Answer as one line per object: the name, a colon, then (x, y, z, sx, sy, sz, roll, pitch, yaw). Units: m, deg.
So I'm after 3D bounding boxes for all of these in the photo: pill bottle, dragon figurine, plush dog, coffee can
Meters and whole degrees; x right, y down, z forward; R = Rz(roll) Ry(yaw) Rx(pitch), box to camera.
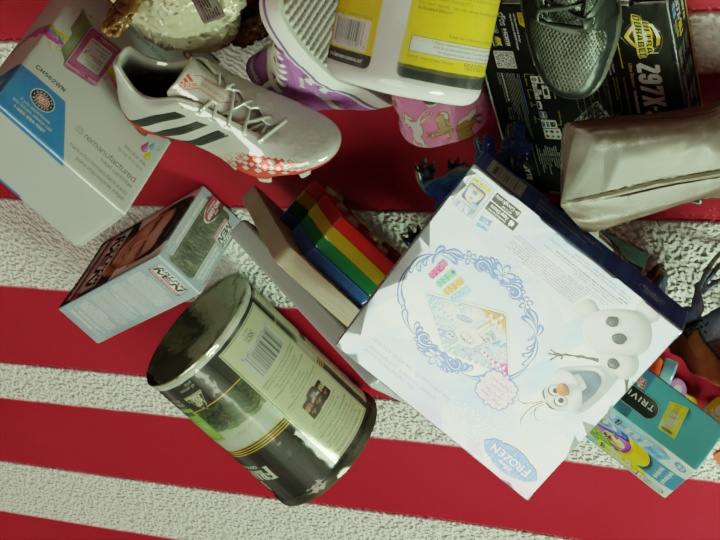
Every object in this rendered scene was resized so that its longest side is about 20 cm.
pill bottle: (0.048, -0.221, 1.090, 0.111, 0.112, 0.202, 15, 101, 17)
dragon figurine: (0.083, -0.030, 1.280, 0.099, 0.058, 0.202, 38, 123, 55)
plush dog: (-0.145, -0.228, 1.270, 0.198, 0.162, 0.172, 22, 168, 8)
coffee can: (-0.101, 0.124, 1.646, 0.200, 0.147, 0.146, 44, 141, -20)

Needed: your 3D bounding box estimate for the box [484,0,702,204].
box: (0.179, -0.142, 1.223, 0.158, 0.050, 0.201, 4, 137, 26)

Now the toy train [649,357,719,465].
toy train: (0.298, 0.127, 1.426, 0.198, 0.056, 0.150, 22, 167, 6)

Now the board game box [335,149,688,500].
board game box: (0.113, 0.045, 1.232, 0.199, 0.043, 0.200, 39, 118, 1)

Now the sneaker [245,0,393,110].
sneaker: (-0.055, -0.169, 1.257, 0.113, 0.073, 0.200, -2, 162, 25)

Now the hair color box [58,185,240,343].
hair color box: (-0.213, -0.004, 1.603, 0.061, 0.099, 0.199, 44, 141, -20)

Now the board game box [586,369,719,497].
board game box: (0.198, 0.101, 1.329, 0.199, 0.047, 0.151, 37, 168, 11)

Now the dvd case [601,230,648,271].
dvd case: (0.158, 0.012, 1.447, 0.145, 0.022, 0.201, 27, 143, 2)

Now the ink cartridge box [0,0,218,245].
ink cartridge box: (-0.230, -0.148, 1.356, 0.144, 0.201, 0.084, 42, 138, -20)

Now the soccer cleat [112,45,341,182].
soccer cleat: (-0.110, -0.128, 1.267, 0.198, 0.069, 0.085, 18, 153, 21)

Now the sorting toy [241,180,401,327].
sorting toy: (0.000, 0.000, 1.421, 0.200, 0.070, 0.199, 42, -175, -21)

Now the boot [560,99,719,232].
boot: (0.240, -0.050, 1.192, 0.198, 0.064, 0.188, -16, 123, -7)

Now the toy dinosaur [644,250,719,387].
toy dinosaur: (0.276, 0.046, 1.303, 0.181, 0.199, 0.106, -3, 110, 49)

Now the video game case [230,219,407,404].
video game case: (-0.016, 0.046, 1.438, 0.200, 0.022, 0.182, 46, -175, 24)

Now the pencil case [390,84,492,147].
pencil case: (0.037, -0.190, 1.228, 0.086, 0.083, 0.201, 5, 139, 33)

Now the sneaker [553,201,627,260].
sneaker: (0.147, 0.003, 1.369, 0.115, 0.076, 0.199, 33, 158, -34)

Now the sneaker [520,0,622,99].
sneaker: (0.136, -0.201, 1.078, 0.075, 0.114, 0.201, 15, 123, 19)
